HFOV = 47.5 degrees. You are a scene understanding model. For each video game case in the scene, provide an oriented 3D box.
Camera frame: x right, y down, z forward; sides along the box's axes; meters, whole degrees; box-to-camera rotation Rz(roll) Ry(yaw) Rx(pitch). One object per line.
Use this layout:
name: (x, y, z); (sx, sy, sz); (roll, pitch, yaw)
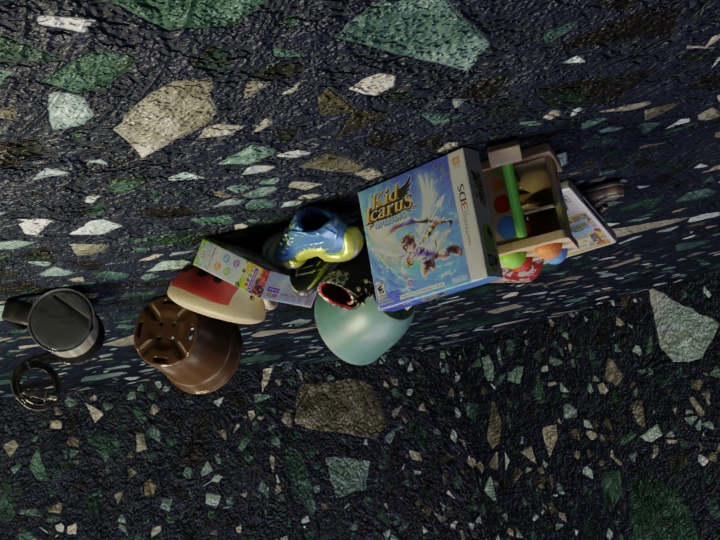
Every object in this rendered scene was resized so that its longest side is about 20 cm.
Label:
video game case: (0.094, -0.054, 1.167); (0.198, 0.185, 0.045); (-19, 164, 38)
video game case: (0.333, -0.077, 1.485); (0.198, 0.023, 0.181); (-19, 138, 37)

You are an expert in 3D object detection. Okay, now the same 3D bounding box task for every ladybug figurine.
ladybug figurine: (-0.260, 0.041, 1.487); (0.197, 0.073, 0.136); (15, -175, 16)

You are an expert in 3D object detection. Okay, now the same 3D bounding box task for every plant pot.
plant pot: (0.025, 0.081, 1.772); (0.198, 0.204, 0.160); (0, 155, -42)
plant pot: (-0.381, 0.151, 1.779); (0.197, 0.204, 0.198); (-12, 160, 9)

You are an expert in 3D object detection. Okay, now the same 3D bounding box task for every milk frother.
milk frother: (-0.580, 0.153, 1.545); (0.177, 0.204, 0.188); (-4, 168, -12)

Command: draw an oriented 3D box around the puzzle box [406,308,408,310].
puzzle box: (0.162, -0.005, 1.620); (0.133, 0.025, 0.200); (-41, 174, -35)

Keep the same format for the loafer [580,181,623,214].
loafer: (0.398, -0.104, 1.501); (0.071, 0.064, 0.198); (0, 165, -44)

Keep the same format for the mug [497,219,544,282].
mug: (0.215, -0.044, 1.390); (0.196, 0.136, 0.177); (4, 159, -22)

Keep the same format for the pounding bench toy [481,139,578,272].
pounding bench toy: (0.232, -0.088, 1.189); (0.122, 0.159, 0.199); (-14, 168, 20)

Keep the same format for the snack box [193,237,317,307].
snack box: (-0.171, 0.007, 1.393); (0.140, 0.054, 0.200); (23, -178, 22)

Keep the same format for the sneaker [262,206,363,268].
sneaker: (-0.094, -0.062, 1.301); (0.197, 0.077, 0.105); (-6, 143, 32)

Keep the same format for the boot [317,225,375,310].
boot: (0.044, 0.006, 1.290); (0.201, 0.074, 0.154); (13, -134, 33)

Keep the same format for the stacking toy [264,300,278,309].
stacking toy: (-0.263, 0.043, 1.626); (0.196, 0.087, 0.085); (-6, 170, 16)

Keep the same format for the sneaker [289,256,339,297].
sneaker: (-0.056, 0.005, 1.387); (0.073, 0.082, 0.200); (-13, -163, 25)
